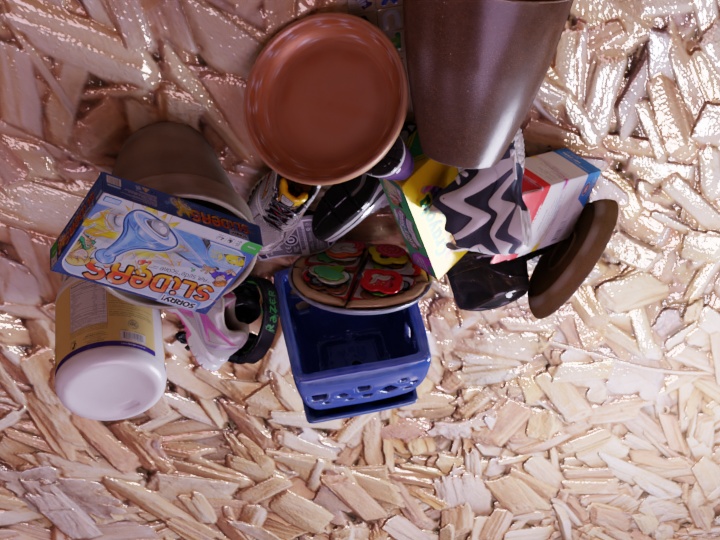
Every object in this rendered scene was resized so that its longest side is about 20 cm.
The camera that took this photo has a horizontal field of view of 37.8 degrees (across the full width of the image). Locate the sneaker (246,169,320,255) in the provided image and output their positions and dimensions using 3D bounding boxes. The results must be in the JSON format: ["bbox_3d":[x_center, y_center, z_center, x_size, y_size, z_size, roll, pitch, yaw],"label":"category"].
[{"bbox_3d":[-0.099,-0.099,1.352,0.078,0.082,0.201,25,121,-8],"label":"sneaker"}]

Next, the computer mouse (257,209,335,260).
[{"bbox_3d":[-0.129,-0.049,1.457,0.199,0.044,0.110,-8,134,1],"label":"computer mouse"}]

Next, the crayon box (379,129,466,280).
[{"bbox_3d":[0.120,-0.112,1.377,0.173,0.058,0.200,-45,142,-15],"label":"crayon box"}]

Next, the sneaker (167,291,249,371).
[{"bbox_3d":[-0.219,0.036,1.453,0.088,0.081,0.201,-28,104,16],"label":"sneaker"}]

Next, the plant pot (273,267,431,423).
[{"bbox_3d":[-0.012,0.109,1.557,0.199,0.201,0.180,-10,146,-5],"label":"plant pot"}]

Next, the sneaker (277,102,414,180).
[{"bbox_3d":[-0.024,-0.164,1.270,0.076,0.200,0.088,-56,161,5],"label":"sneaker"}]

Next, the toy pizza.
[{"bbox_3d":[0.000,0.000,1.439,0.199,0.200,0.032,-4,119,-11],"label":"toy pizza"}]

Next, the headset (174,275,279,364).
[{"bbox_3d":[-0.190,0.078,1.530,0.094,0.124,0.200,12,156,-32],"label":"headset"}]

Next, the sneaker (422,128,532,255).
[{"bbox_3d":[0.135,-0.113,1.288,0.129,0.201,0.079,-8,176,20],"label":"sneaker"}]

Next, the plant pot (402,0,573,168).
[{"bbox_3d":[0.125,-0.223,1.169,0.186,0.187,0.201,0,118,-16],"label":"plant pot"}]

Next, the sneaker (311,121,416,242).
[{"bbox_3d":[0.035,-0.094,1.405,0.200,0.076,0.115,-43,135,11],"label":"sneaker"}]

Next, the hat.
[{"bbox_3d":[0.184,0.015,1.522,0.199,0.081,0.201,-8,173,-1],"label":"hat"}]

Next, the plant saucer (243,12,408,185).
[{"bbox_3d":[-0.038,-0.195,1.212,0.199,0.201,0.037,-25,167,13],"label":"plant saucer"}]

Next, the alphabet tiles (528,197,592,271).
[{"bbox_3d":[0.258,-0.058,1.583,0.199,0.008,0.167,-25,138,12],"label":"alphabet tiles"}]

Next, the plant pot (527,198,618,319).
[{"bbox_3d":[0.295,-0.022,1.498,0.027,0.200,0.200,31,128,-7],"label":"plant pot"}]

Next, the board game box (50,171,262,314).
[{"bbox_3d":[-0.230,-0.026,1.189,0.199,0.035,0.135,18,131,-33],"label":"board game box"}]

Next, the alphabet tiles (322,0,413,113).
[{"bbox_3d":[0.041,-0.265,1.280,0.165,0.006,0.201,-12,140,-3],"label":"alphabet tiles"}]

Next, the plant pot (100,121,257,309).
[{"bbox_3d":[-0.233,-0.080,1.287,0.199,0.174,0.201,-8,139,-7],"label":"plant pot"}]

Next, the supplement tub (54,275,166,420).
[{"bbox_3d":[-0.340,0.084,1.425,0.144,0.201,0.146,-8,139,-7],"label":"supplement tub"}]

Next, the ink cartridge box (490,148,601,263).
[{"bbox_3d":[0.227,-0.088,1.406,0.199,0.067,0.117,-17,137,-47],"label":"ink cartridge box"}]
